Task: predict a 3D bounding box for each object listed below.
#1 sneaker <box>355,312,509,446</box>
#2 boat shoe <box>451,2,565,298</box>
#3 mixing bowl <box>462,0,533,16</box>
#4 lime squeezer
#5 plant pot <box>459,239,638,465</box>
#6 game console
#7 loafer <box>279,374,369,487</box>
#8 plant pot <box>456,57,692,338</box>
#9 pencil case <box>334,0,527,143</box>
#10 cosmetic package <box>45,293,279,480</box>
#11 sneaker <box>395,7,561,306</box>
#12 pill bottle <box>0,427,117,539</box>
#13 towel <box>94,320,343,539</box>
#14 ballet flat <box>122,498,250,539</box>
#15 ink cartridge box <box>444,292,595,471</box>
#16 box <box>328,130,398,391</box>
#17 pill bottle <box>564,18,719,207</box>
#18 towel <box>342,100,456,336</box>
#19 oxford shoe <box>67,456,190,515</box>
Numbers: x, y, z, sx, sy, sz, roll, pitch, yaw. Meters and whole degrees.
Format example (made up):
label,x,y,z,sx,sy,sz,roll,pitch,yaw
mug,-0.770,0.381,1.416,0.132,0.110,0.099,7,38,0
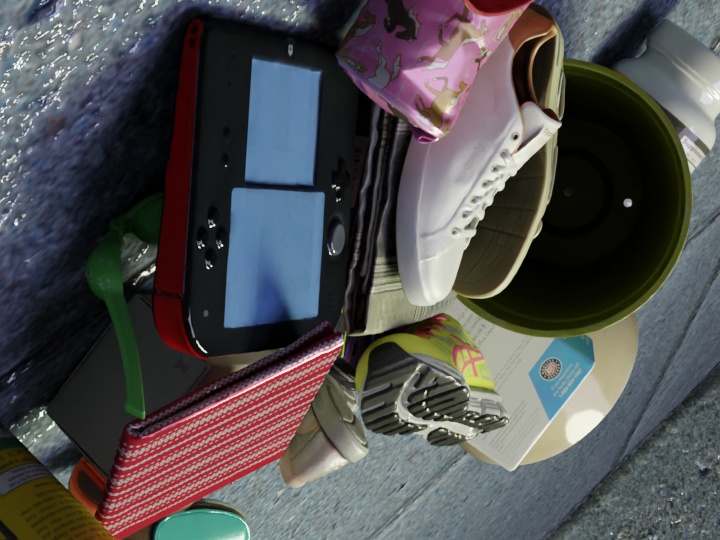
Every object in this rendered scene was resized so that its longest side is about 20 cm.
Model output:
label,x,y,z,sx,sy,sz,roll,pitch,yaw
sneaker,0.041,0.066,1.224,0.078,0.091,0.200,-19,160,14
boat shoe,0.101,-0.077,1.170,0.063,0.073,0.202,30,67,-64
mixing bowl,0.080,-0.240,0.876,0.200,0.108,0.200,-43,161,-19
lime squeezer,-0.111,-0.014,0.974,0.038,0.070,0.201,76,33,-49
plant pot,0.120,0.047,1.491,0.200,0.200,0.134,-48,129,-2
game console,-0.051,-0.044,0.973,0.200,0.031,0.178,-3,102,-67
loafer,-0.041,0.101,1.293,0.063,0.072,0.200,-37,-164,4
plant pot,0.155,-0.057,1.339,0.201,0.200,0.193,-51,174,9
pencil case,0.068,-0.174,1.005,0.200,0.086,0.083,-54,169,5
cosmetic package,-0.110,0.078,1.149,0.105,0.071,0.200,-50,162,9
sneaker,0.076,-0.070,1.087,0.073,0.084,0.201,-14,116,-69
pill bottle,-0.183,0.195,1.009,0.113,0.200,0.113,-42,162,-17
towel,-0.092,0.101,1.033,0.144,0.023,0.200,-26,163,-25
ballet flat,-0.172,0.210,1.287,0.199,0.071,0.070,-16,108,-48
ink cartridge box,0.074,0.051,1.380,0.116,0.199,0.067,-53,-176,17
box,0.000,0.000,1.202,0.200,0.036,0.144,51,50,-74
pill bottle,0.235,-0.110,1.504,0.200,0.116,0.116,-51,162,7
towel,0.038,-0.059,1.162,0.200,0.034,0.194,-11,112,-69
oxford shoe,-0.148,0.154,1.225,0.073,0.071,0.200,-49,163,21
